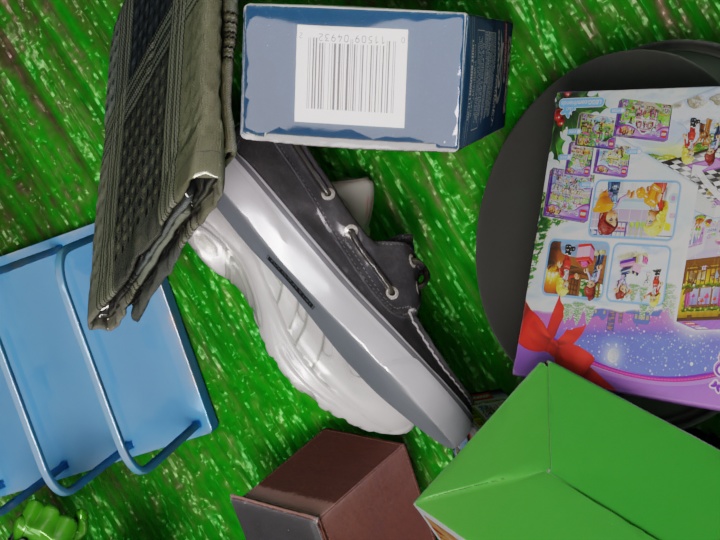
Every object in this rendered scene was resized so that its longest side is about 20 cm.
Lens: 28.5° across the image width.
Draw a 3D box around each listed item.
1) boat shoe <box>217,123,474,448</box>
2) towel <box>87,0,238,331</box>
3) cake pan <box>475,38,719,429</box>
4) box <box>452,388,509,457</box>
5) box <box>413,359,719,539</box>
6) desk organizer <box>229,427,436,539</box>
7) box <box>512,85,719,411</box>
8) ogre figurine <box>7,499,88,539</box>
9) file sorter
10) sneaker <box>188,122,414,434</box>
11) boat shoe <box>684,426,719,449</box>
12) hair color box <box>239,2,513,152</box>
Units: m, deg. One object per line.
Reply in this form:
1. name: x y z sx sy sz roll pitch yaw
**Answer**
1. boat shoe: 0.000 0.000 0.728 0.066 0.070 0.200 -42 91 -12
2. towel: -0.093 -0.086 0.703 0.034 0.192 0.202 12 63 -22
3. cake pan: 0.132 -0.021 0.701 0.199 0.036 0.203 -15 69 44
4. box: 0.085 0.175 0.767 0.034 0.110 0.202 -9 98 -6
5. box: 0.146 0.157 0.600 0.097 0.199 0.177 -43 129 -16
6. desk organizer: 0.006 0.197 0.806 0.071 0.077 0.202 4 120 45
7. box: 0.160 -0.008 0.609 0.199 0.039 0.139 6 85 48
8. ogre figurine: -0.132 0.206 0.814 0.119 0.199 0.099 -24 52 50
9. file sorter: -0.210 0.067 0.811 0.198 0.123 0.140 -18 95 16
10. sneaker: -0.020 -0.002 0.781 0.099 0.078 0.200 -39 91 11
11. boat shoe: 0.178 0.120 0.763 0.199 0.074 0.066 -45 44 21
12. hair color box: 0.016 -0.095 0.690 0.099 0.200 0.061 5 100 11
